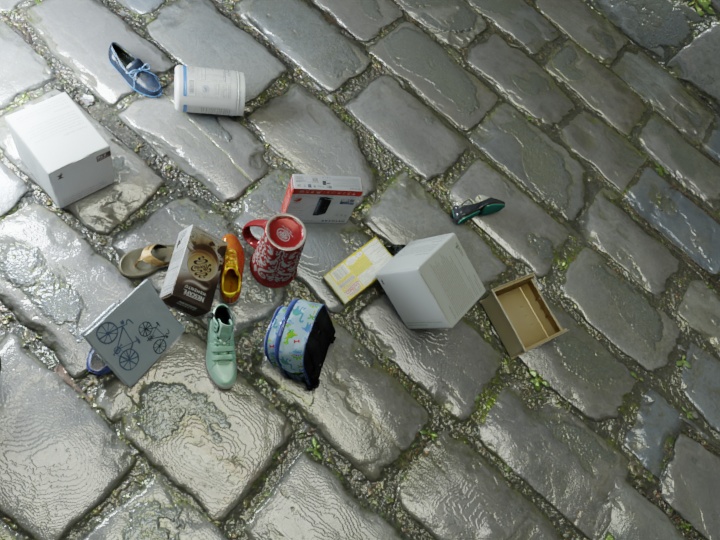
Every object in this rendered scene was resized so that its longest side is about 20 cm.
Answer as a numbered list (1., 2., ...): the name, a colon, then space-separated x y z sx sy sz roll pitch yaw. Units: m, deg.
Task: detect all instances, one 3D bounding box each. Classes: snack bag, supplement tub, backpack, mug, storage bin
1. snack bag: -0.529 0.143 1.417 0.021 0.190 0.200 10 49 39
2. supplement tub: -0.448 -0.532 1.779 0.198 0.132 0.133 0 65 -20
3. backpack: -0.155 0.170 1.495 0.146 0.201 0.184 14 61 11
4. mug: -0.234 -0.060 1.580 0.176 0.200 0.135 17 61 -10
5. storage bin: 0.494 0.133 1.797 0.197 0.094 0.201 -19 72 -25

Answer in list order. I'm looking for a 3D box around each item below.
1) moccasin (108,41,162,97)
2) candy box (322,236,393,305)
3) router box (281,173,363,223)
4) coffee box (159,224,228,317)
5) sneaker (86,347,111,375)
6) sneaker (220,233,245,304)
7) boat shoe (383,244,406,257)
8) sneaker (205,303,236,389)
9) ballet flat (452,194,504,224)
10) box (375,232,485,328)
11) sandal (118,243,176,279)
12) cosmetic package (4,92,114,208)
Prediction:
1. moccasin: -0.672 -0.591 1.767 0.199 0.068 0.081 37 59 1
2. candy box: 0.000 0.000 1.707 0.199 0.026 0.102 -37 82 -16
3. router box: -0.112 -0.200 1.703 0.198 0.180 0.049 -1 65 -18
4. coffee box: -0.424 0.002 1.531 0.113 0.079 0.202 29 57 -35
5. sneaker: -0.588 0.155 1.424 0.075 0.079 0.201 23 60 -6
6. sneaker: -0.339 -0.012 1.594 0.072 0.077 0.202 -1 64 -17
7. boat shoe: 0.121 -0.047 1.773 0.197 0.066 0.075 13 63 -12
8. sneaker: -0.342 0.183 1.472 0.073 0.118 0.202 -5 68 -22
9. ballet flat: 0.379 -0.209 1.942 0.198 0.073 0.074 -19 72 -24
10. box: 0.192 0.033 1.649 0.171 0.198 0.201 -40 107 -30
11. sandal: -0.525 -0.036 1.553 0.198 0.054 0.081 -13 71 -25
12. cosmetic package: -0.765 -0.307 1.540 0.164 0.165 0.200 -35 79 -29
